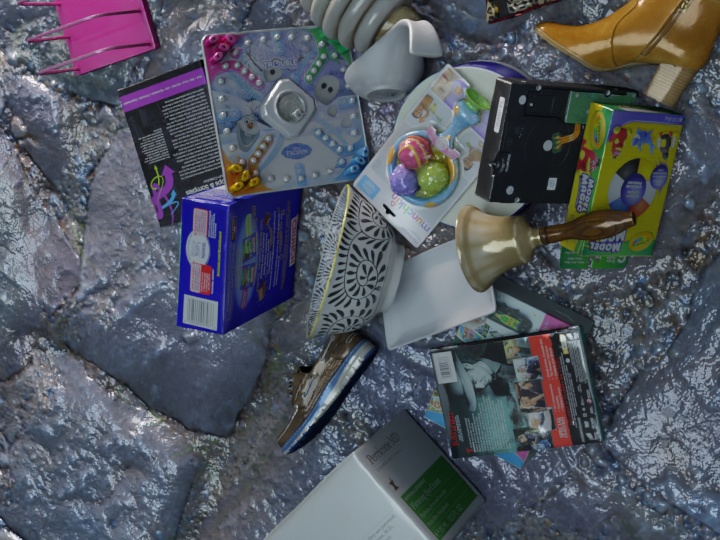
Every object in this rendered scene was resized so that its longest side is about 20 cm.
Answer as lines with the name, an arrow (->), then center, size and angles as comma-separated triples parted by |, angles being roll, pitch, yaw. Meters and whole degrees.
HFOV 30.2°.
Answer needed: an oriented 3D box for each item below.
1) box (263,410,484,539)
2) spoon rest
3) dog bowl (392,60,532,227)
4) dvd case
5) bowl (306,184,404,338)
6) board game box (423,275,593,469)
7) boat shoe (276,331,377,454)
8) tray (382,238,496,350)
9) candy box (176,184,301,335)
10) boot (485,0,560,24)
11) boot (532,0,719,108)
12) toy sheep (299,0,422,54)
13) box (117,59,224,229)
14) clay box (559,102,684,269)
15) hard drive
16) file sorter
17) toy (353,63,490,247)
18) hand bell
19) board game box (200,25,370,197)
box -> 0.020, 0.326, 1.734 | 0.171, 0.199, 0.200 | 46, 113, 8
spoon rest -> 0.045, -0.253, 1.606 | 0.098, 0.200, 0.061 | 2, 79, -19
dog bowl -> 0.142, -0.154, 1.640 | 0.198, 0.079, 0.202 | 5, 104, 22
dvd case -> 0.192, 0.152, 1.651 | 0.198, 0.022, 0.148 | -11, 96, 23
bowl -> 0.000, 0.000, 1.697 | 0.093, 0.201, 0.202 | 15, 109, -7
board game box -> 0.186, 0.126, 1.694 | 0.147, 0.064, 0.202 | 26, 111, 17
boat shoe -> -0.058, 0.159, 1.807 | 0.072, 0.072, 0.201 | 41, 104, 15
tray -> 0.099, 0.027, 1.689 | 0.199, 0.022, 0.109 | -23, 67, 46
candy box -> -0.154, -0.026, 1.728 | 0.076, 0.200, 0.171 | 12, 107, 23
boot -> 0.143, -0.371, 1.598 | 0.198, 0.073, 0.152 | -14, 96, 19
boot -> 0.315, -0.294, 1.549 | 0.200, 0.071, 0.145 | 28, 105, 12
toy sheep -> -0.006, -0.342, 1.636 | 0.199, 0.138, 0.138 | 38, 113, 12
box -> -0.240, -0.171, 1.824 | 0.142, 0.036, 0.202 | -14, 95, 26
clay box -> 0.304, -0.092, 1.565 | 0.048, 0.114, 0.202 | 32, 118, 54
hard drive -> 0.231, -0.148, 1.550 | 0.038, 0.198, 0.141 | 34, 120, 55
file sorter -> -0.383, -0.374, 1.788 | 0.138, 0.125, 0.202 | -13, 96, 24
toy -> 0.080, -0.134, 1.601 | 0.115, 0.047, 0.200 | 45, 114, 10
hand bell -> 0.219, -0.043, 1.528 | 0.198, 0.104, 0.105 | -11, 97, 28
board game box -> -0.087, -0.204, 1.664 | 0.026, 0.198, 0.202 | -11, 89, 66
